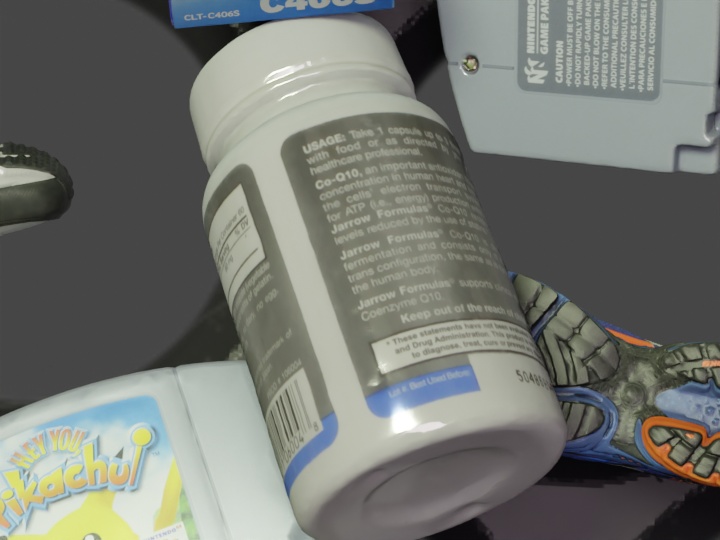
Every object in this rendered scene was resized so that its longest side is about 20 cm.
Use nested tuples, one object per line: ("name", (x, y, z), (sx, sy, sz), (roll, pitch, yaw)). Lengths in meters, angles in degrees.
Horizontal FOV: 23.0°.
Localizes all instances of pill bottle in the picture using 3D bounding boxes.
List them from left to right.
("pill bottle", (0.000, 0.000, 0.724), (0.113, 0.114, 0.201), (-16, 63, -5))

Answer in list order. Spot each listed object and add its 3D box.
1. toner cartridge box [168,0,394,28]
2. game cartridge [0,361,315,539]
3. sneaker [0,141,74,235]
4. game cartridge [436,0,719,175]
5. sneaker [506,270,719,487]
("toner cartridge box", (-0.043, -0.198, 0.757), (0.094, 0.043, 0.201), (-7, 59, -4))
("game cartridge", (-0.113, 0.117, 0.741), (0.199, 0.041, 0.134), (-21, 60, -4))
("sneaker", (-0.218, -0.003, 0.764), (0.199, 0.074, 0.080), (-15, 101, -1))
("game cartridge", (0.096, -0.146, 0.757), (0.133, 0.040, 0.201), (7, 109, 22))
("sneaker", (0.104, 0.057, 0.775), (0.199, 0.078, 0.076), (19, 79, 15))
